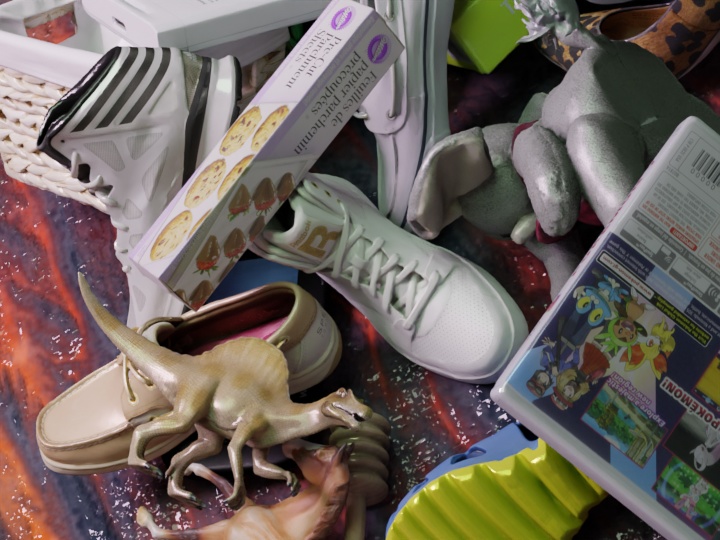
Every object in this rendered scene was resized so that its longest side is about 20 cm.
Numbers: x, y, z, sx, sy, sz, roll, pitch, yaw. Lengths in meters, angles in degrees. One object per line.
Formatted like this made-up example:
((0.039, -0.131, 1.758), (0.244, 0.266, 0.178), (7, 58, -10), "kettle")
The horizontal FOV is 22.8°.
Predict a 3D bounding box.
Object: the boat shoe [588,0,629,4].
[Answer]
((0.137, -0.209, 1.048), (0.090, 0.071, 0.201), (-6, 30, 34), "boat shoe")

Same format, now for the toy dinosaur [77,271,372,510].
((-0.088, 0.079, 1.020), (0.198, 0.058, 0.102), (20, 70, 19), "toy dinosaur")

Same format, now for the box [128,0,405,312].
((-0.054, -0.069, 1.033), (0.201, 0.039, 0.041), (-51, 42, -6), "box")

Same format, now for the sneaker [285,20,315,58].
((-0.022, -0.174, 1.245), (0.074, 0.084, 0.200), (-45, 47, -7), "sneaker")

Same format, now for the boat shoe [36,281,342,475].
((-0.112, 0.058, 1.077), (0.198, 0.069, 0.074), (-24, 50, 3), "boat shoe")

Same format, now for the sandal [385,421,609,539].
((0.100, 0.108, 0.984), (0.199, 0.080, 0.087), (-34, 9, 13), "sandal")

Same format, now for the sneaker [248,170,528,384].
((0.000, 0.000, 1.062), (0.199, 0.115, 0.074), (35, 102, 32), "sneaker")

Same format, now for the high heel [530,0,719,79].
((0.186, -0.179, 1.084), (0.198, 0.144, 0.071), (10, 41, 30), "high heel")

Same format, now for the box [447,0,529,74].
((0.122, -0.217, 1.191), (0.200, 0.048, 0.122), (-44, 20, -5), "box")

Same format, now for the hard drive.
((-0.069, -0.189, 1.180), (0.198, 0.027, 0.132), (-19, 30, -24), "hard drive")

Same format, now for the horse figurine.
((-0.080, 0.187, 1.021), (0.131, 0.050, 0.202), (7, 70, 30), "horse figurine")

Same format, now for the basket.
((-0.155, -0.118, 1.225), (0.199, 0.125, 0.135), (18, 35, 39), "basket")

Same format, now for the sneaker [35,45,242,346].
((-0.148, -0.047, 1.106), (0.114, 0.202, 0.076), (10, 21, -12), "sneaker")

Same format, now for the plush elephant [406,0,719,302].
((0.119, -0.051, 1.040), (0.164, 0.155, 0.201), (-24, 73, -43), "plush elephant")

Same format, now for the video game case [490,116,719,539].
((0.194, 0.052, 0.909), (0.199, 0.023, 0.183), (38, 76, -3), "video game case")

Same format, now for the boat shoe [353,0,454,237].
((0.017, -0.121, 1.127), (0.066, 0.202, 0.074), (1, 8, -17), "boat shoe")

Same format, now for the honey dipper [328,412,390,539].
((-0.003, 0.176, 1.010), (0.038, 0.038, 0.202), (-13, 55, 21), "honey dipper")

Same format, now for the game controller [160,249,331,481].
((-0.070, 0.042, 1.140), (0.103, 0.042, 0.202), (-12, 52, 22), "game controller")
